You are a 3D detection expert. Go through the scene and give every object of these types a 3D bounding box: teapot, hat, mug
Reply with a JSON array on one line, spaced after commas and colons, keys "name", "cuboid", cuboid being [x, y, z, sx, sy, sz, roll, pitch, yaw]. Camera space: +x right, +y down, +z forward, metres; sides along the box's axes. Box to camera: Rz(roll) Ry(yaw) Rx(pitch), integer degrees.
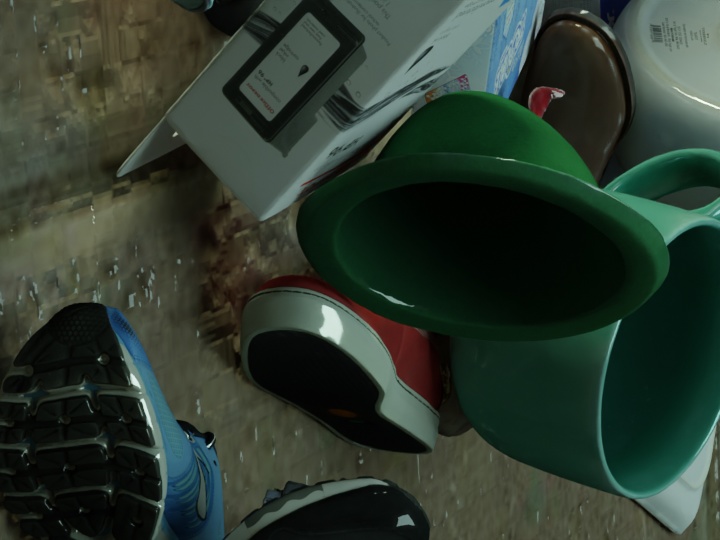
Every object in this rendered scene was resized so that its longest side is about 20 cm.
[{"name": "teapot", "cuboid": [0.232, -0.079, 1.499, 0.200, 0.197, 0.146, -29, 141, -34]}, {"name": "hat", "cuboid": [0.063, -0.076, 1.162, 0.165, 0.200, 0.176, 21, 62, -19]}, {"name": "mug", "cuboid": [0.127, 0.027, 1.324, 0.185, 0.114, 0.152, -30, 127, -47]}]

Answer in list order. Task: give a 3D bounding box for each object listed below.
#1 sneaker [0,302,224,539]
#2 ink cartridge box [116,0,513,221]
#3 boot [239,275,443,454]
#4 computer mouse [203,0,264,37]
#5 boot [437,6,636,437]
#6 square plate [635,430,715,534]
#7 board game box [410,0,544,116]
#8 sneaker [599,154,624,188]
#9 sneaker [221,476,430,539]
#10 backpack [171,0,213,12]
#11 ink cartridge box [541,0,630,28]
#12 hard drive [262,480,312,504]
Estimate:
[{"name": "sneaker", "cuboid": [-0.104, 0.087, 1.084, 0.090, 0.078, 0.200, -71, 158, -47]}, {"name": "ink cartridge box", "cuboid": [-0.007, -0.096, 1.103, 0.068, 0.200, 0.116, 48, 30, 5]}, {"name": "boot", "cuboid": [0.000, 0.000, 1.263, 0.200, 0.072, 0.144, 45, 53, -65]}, {"name": "computer mouse", "cuboid": [-0.070, -0.195, 1.148, 0.059, 0.034, 0.200, -56, 139, -43]}, {"name": "boot", "cuboid": [0.084, -0.024, 1.391, 0.200, 0.064, 0.187, -53, 154, -40]}, {"name": "square plate", "cuboid": [0.212, 0.063, 1.711, 0.200, 0.028, 0.198, 39, 59, -57]}, {"name": "board game box", "cuboid": [0.073, -0.183, 1.312, 0.200, 0.043, 0.199, -64, 164, -58]}, {"name": "sneaker", "cuboid": [0.177, -0.028, 1.570, 0.073, 0.071, 0.200, 106, 5, -58]}, {"name": "sneaker", "cuboid": [-0.050, 0.168, 1.034, 0.076, 0.200, 0.088, 57, 1, -41]}, {"name": "backpack", "cuboid": [-0.084, -0.191, 0.975, 0.151, 0.177, 0.200, -64, 153, 3]}, {"name": "ink cartridge box", "cuboid": [0.147, -0.202, 1.548, 0.094, 0.044, 0.200, -22, 112, -58]}, {"name": "hard drive", "cuboid": [-0.032, 0.201, 1.193, 0.200, 0.038, 0.140, 76, 27, -60]}]
